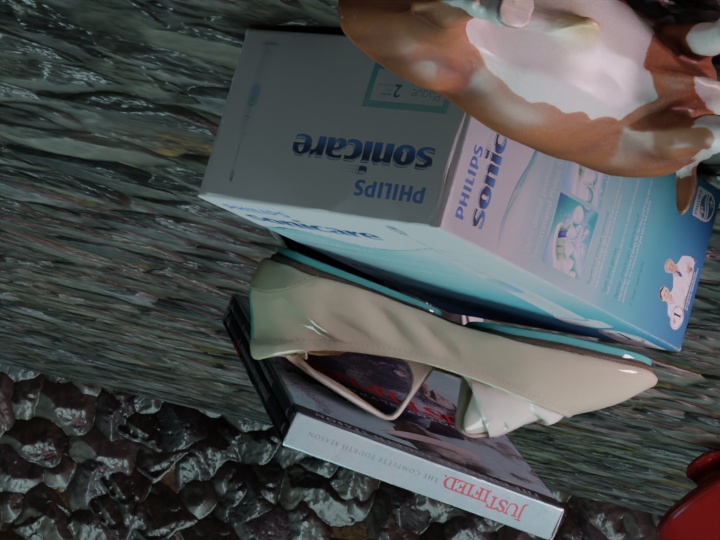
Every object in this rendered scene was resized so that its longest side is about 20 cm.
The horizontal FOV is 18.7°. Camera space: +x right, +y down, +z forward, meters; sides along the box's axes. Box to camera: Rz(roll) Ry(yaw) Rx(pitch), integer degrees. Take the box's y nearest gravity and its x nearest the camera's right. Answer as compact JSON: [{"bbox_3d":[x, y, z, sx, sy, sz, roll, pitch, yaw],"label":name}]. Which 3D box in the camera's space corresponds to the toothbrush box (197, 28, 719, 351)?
[{"bbox_3d":[0.049,-0.035,1.006,0.146,0.086,0.200,9,171,42],"label":"toothbrush box"}]

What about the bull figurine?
[{"bbox_3d":[0.086,-0.074,0.782,0.200,0.065,0.121,16,168,-26],"label":"bull figurine"}]

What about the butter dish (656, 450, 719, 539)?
[{"bbox_3d":[0.362,0.240,2.095,0.199,0.148,0.200,-35,155,13],"label":"butter dish"}]

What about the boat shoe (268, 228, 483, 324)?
[{"bbox_3d":[0.000,0.000,1.161,0.071,0.064,0.200,-8,139,32],"label":"boat shoe"}]

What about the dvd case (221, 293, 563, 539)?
[{"bbox_3d":[0.011,0.071,1.114,0.146,0.022,0.200,21,-169,-16],"label":"dvd case"}]

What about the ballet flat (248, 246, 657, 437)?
[{"bbox_3d":[0.039,0.046,1.047,0.199,0.070,0.069,17,171,3],"label":"ballet flat"}]
